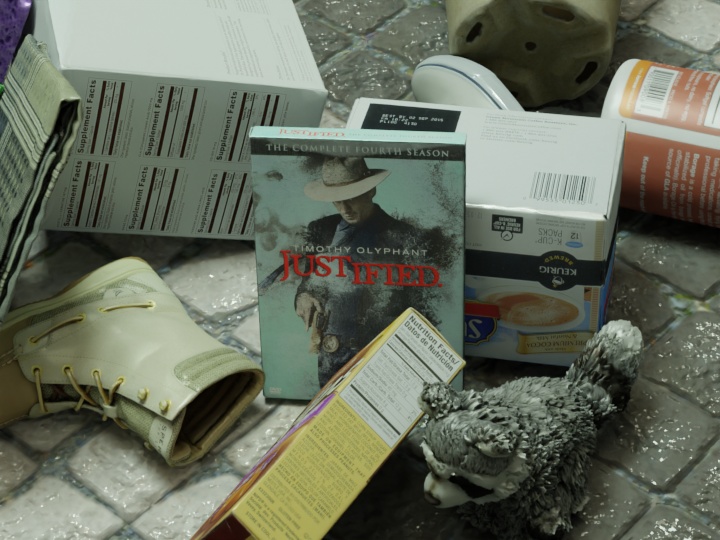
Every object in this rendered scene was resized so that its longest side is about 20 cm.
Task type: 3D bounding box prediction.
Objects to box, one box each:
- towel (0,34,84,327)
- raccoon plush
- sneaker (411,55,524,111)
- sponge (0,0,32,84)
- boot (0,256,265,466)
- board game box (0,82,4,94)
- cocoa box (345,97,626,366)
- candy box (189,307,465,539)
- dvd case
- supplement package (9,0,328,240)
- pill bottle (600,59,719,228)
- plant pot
[{"bbox_3d":[-0.236,-0.050,1.206,0.034,0.194,0.200,21,12,-23],"label":"towel"},{"bbox_3d":[0.102,0.076,1.138,0.096,0.135,0.201,12,58,26],"label":"raccoon plush"},{"bbox_3d":[0.092,-0.102,1.401,0.070,0.074,0.200,-24,46,-25],"label":"sneaker"},{"bbox_3d":[-0.306,-0.163,1.411,0.030,0.201,0.112,10,36,-27],"label":"sponge"},{"bbox_3d":[-0.181,0.084,1.222,0.199,0.073,0.154,-33,52,-28],"label":"boot"},{"bbox_3d":[-0.321,-0.064,1.307,0.023,0.202,0.105,18,13,-33],"label":"board game box"},{"bbox_3d":[0.081,-0.028,1.270,0.198,0.132,0.134,6,36,10],"label":"cocoa box"},{"bbox_3d":[-0.028,0.122,1.129,0.056,0.117,0.200,45,52,-1],"label":"candy box"},{"bbox_3d":[0.000,0.000,1.203,0.144,0.202,0.022,3,28,6],"label":"dvd case"},{"bbox_3d":[-0.153,-0.139,1.368,0.198,0.148,0.192,3,38,-20],"label":"supplement package"},{"bbox_3d":[0.282,-0.086,1.341,0.198,0.113,0.113,14,45,18],"label":"pill bottle"},{"bbox_3d":[0.143,-0.247,1.485,0.198,0.201,0.185,2,53,6],"label":"plant pot"}]
